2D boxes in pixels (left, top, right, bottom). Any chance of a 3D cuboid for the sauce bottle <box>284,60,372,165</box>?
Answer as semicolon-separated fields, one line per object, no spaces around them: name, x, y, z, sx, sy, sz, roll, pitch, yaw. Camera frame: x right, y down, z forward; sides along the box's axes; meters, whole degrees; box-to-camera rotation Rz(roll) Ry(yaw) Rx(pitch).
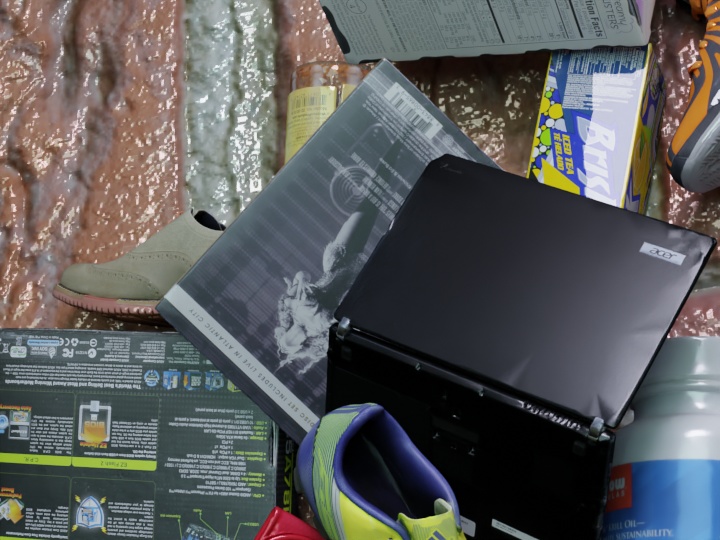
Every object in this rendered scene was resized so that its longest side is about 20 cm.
sauce bottle;-0.021;-0.030;1.039;0.066;0.066;0.201;2;80;18

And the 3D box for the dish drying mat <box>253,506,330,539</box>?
dish drying mat;0.016;0.213;0.885;0.200;0.018;0.077;34;85;-9

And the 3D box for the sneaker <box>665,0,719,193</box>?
sneaker;0.223;-0.143;1.008;0.112;0.078;0.200;30;72;28

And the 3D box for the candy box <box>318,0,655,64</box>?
candy box;0.092;-0.217;1.025;0.199;0.072;0.168;-1;51;26

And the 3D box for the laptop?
laptop;0.080;0.064;0.893;0.177;0.103;0.201;20;121;32

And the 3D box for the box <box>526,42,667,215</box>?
box;0.136;-0.036;0.992;0.064;0.070;0.201;7;74;22

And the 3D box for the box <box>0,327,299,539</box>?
box;-0.137;0.134;1.010;0.199;0.048;0.194;0;88;17

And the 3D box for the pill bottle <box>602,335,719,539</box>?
pill bottle;0.186;0.143;0.893;0.112;0.112;0.201;-3;70;16

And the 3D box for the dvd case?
dvd case;0.000;0.000;0.952;0.149;0.016;0.200;43;94;0

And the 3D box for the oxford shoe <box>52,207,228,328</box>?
oxford shoe;-0.114;-0.001;1.041;0.199;0.071;0.074;1;83;32

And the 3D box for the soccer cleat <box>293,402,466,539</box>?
soccer cleat;0.036;0.159;0.843;0.065;0.084;0.200;-29;82;-35
